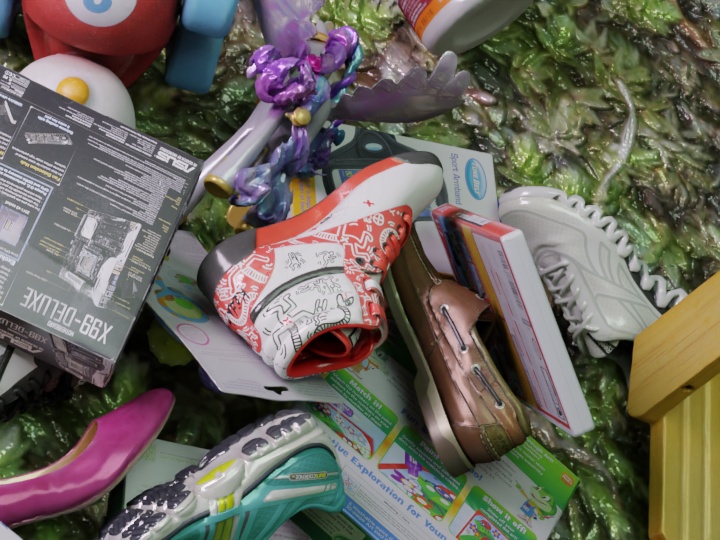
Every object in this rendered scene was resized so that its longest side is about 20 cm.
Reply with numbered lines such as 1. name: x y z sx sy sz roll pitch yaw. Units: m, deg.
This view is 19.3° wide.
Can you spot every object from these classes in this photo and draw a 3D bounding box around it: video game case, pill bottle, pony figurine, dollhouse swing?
1. video game case: 0.102 0.030 1.467 0.017 0.200 0.144 -23 101 -8
2. pill bottle: 0.050 -0.281 1.703 0.109 0.110 0.201 -22 74 -36
3. pony figurine: -0.043 -0.117 1.473 0.166 0.193 0.201 39 69 -13
4. dollhouse swing: 0.318 0.123 1.554 0.199 0.182 0.177 22 44 -30

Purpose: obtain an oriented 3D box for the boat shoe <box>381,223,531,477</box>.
1. boat shoe: 0.064 0.043 1.465 0.068 0.072 0.201 -24 65 10

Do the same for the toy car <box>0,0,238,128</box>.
1. toy car: -0.193 -0.131 1.452 0.183 0.177 0.201 15 67 -7

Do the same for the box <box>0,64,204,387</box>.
1. box: -0.218 -0.039 1.341 0.199 0.050 0.159 25 61 -7

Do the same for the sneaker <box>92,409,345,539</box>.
1. sneaker: -0.095 0.166 1.313 0.199 0.077 0.080 -31 102 -15

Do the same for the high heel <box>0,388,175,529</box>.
1. high heel: -0.210 0.120 1.324 0.200 0.067 0.096 -42 95 -15

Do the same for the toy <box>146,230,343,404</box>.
1. toy: -0.112 0.038 1.421 0.115 0.047 0.200 8 32 -47

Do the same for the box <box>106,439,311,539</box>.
1. box: -0.096 0.213 1.368 0.143 0.036 0.201 14 54 -21

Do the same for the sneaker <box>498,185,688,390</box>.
1. sneaker: 0.177 0.014 1.608 0.200 0.075 0.081 41 64 -14

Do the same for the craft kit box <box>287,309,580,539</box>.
1. craft kit box: 0.038 0.141 1.451 0.200 0.049 0.198 41 39 0

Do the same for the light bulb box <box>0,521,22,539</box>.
1. light bulb box: -0.254 0.218 1.172 0.200 0.198 0.125 40 52 -2

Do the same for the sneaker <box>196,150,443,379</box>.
1. sneaker: -0.001 0.001 1.413 0.201 0.067 0.108 -27 61 -29

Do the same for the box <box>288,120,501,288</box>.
1. box: 0.031 -0.043 1.591 0.198 0.042 0.120 8 58 -22

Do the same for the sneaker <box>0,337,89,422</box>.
1. sneaker: -0.222 0.061 1.368 0.098 0.071 0.201 32 50 -4
